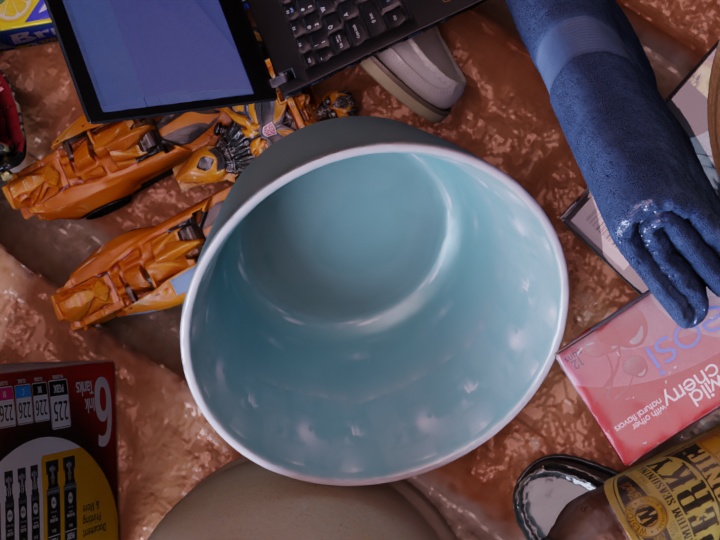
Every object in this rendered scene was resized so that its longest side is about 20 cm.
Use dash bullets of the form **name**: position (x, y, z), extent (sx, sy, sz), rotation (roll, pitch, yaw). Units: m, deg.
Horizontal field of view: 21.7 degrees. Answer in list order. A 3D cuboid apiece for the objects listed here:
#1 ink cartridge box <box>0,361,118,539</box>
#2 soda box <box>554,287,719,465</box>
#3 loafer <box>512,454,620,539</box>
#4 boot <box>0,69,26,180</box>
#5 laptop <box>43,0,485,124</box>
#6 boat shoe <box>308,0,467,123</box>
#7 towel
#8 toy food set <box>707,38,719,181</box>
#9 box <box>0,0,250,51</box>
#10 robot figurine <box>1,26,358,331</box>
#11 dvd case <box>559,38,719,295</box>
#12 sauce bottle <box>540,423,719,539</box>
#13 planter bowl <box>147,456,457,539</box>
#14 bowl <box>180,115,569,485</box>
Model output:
- **ink cartridge box**: position (-0.201, 0.140, 1.003), extent (0.083, 0.200, 0.177), rotation (-2, 90, 13)
- **soda box**: position (0.200, 0.015, 0.948), extent (0.199, 0.063, 0.070), rotation (-34, 84, 14)
- **loafer**: position (0.159, 0.172, 0.981), extent (0.200, 0.063, 0.072), rotation (42, 100, 10)
- **boot**: position (-0.254, -0.019, 1.033), extent (0.153, 0.073, 0.205), rotation (-33, 47, 22)
- **laptop**: position (-0.060, -0.185, 0.946), extent (0.199, 0.103, 0.178), rotation (-24, 79, 13)
- **boat shoe**: position (0.001, -0.174, 1.014), extent (0.068, 0.075, 0.201), rotation (-38, 81, 17)
- **towel**: position (0.127, -0.076, 0.918), extent (0.048, 0.112, 0.201), rotation (-30, 50, 15)
- **toy food set**: position (0.247, -0.060, 0.831), extent (0.198, 0.049, 0.201), rotation (-38, 84, 44)
- **box**: position (-0.158, -0.170, 1.061), extent (0.198, 0.064, 0.071), rotation (-7, 89, 14)
- **robot figurine**: position (-0.092, -0.050, 1.047), extent (0.199, 0.058, 0.146), rotation (-27, 85, 14)
- **dvd case**: position (0.223, -0.052, 0.985), extent (0.146, 0.022, 0.200), rotation (43, 99, 11)
- **sauce bottle**: position (0.146, 0.130, 0.942), extent (0.199, 0.065, 0.065), rotation (-25, 84, -16)
- **planter bowl**: position (-0.045, 0.200, 0.998), extent (0.198, 0.135, 0.202), rotation (0, 91, 14)
- **bowl**: position (0.000, 0.000, 0.976), extent (0.199, 0.105, 0.202), rotation (-6, 123, -9)
